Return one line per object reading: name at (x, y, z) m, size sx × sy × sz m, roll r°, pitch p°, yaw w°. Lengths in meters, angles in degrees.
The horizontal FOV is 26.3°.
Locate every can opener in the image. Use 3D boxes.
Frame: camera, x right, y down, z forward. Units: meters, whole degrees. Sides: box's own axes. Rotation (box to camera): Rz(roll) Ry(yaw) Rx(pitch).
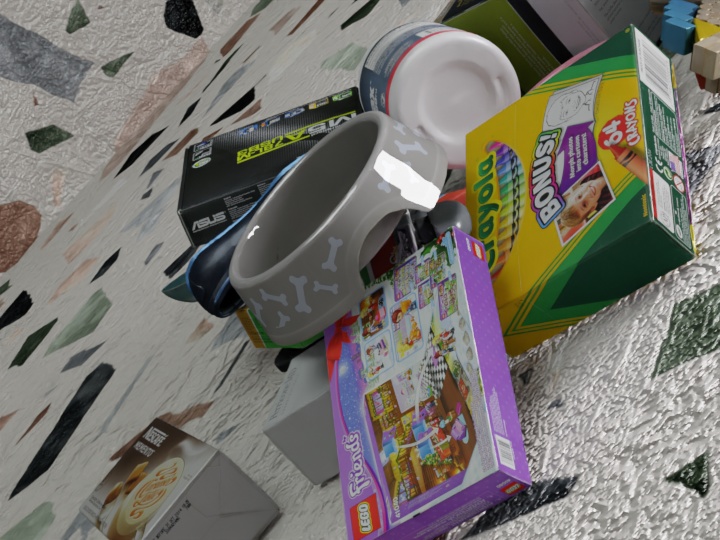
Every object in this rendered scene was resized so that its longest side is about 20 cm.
can opener at (0.048, -0.047, 1.232) m, size 0.066 × 0.053 × 0.200 m, roll -18°, pitch 25°, yaw 1°

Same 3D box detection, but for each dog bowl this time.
dog bowl at (-0.023, -0.039, 1.186) m, size 0.200 × 0.059 × 0.200 m, roll -41°, pitch 21°, yaw 20°

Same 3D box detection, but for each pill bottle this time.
pill bottle at (0.063, -0.167, 1.420) m, size 0.120 × 0.120 × 0.200 m, roll -45°, pitch 18°, yaw 0°

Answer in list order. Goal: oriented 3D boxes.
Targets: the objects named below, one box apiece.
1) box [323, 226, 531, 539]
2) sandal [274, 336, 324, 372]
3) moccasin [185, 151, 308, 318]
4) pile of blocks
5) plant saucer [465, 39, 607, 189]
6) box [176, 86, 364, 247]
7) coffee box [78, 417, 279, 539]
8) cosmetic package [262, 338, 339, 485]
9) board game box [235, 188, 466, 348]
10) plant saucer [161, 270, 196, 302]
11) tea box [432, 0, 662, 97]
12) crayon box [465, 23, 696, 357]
box at (0.041, 0.086, 1.076) m, size 0.137 × 0.039 × 0.201 m, roll -34°, pitch 47°, yaw 31°
sandal at (0.015, 0.041, 1.373) m, size 0.199 × 0.045 × 0.075 m, roll -32°, pitch 17°, yaw -10°
moccasin at (-0.061, -0.030, 1.359) m, size 0.200 × 0.080 × 0.068 m, roll -44°, pitch 46°, yaw 8°
pile of blocks at (0.271, -0.189, 1.248) m, size 0.081 × 0.063 × 0.200 m, roll 5°, pitch 31°, yaw 9°
plant saucer at (0.179, -0.116, 1.328) m, size 0.200 × 0.051 × 0.201 m, roll -40°, pitch 19°, yaw 17°
box at (-0.078, -0.106, 1.511) m, size 0.199 × 0.048 × 0.193 m, roll -19°, pitch 20°, yaw 5°
coffee box at (-0.160, 0.206, 1.324) m, size 0.114 × 0.080 × 0.200 m, roll -49°, pitch 18°, yaw -12°
cosmetic package at (0.021, 0.078, 1.217) m, size 0.199 × 0.074 × 0.102 m, roll -33°, pitch 20°, yaw 30°
board game box at (0.000, 0.000, 1.339) m, size 0.199 × 0.040 × 0.153 m, roll -32°, pitch 7°, yaw -18°
plant saucer at (-0.109, -0.018, 1.556) m, size 0.199 × 0.028 × 0.200 m, roll -28°, pitch 6°, yaw 3°
tea box at (0.206, -0.275, 1.485) m, size 0.196 × 0.134 × 0.200 m, roll -14°, pitch 35°, yaw 57°
crayon box at (0.158, -0.060, 1.153) m, size 0.172 × 0.058 × 0.201 m, roll -31°, pitch 39°, yaw 34°
